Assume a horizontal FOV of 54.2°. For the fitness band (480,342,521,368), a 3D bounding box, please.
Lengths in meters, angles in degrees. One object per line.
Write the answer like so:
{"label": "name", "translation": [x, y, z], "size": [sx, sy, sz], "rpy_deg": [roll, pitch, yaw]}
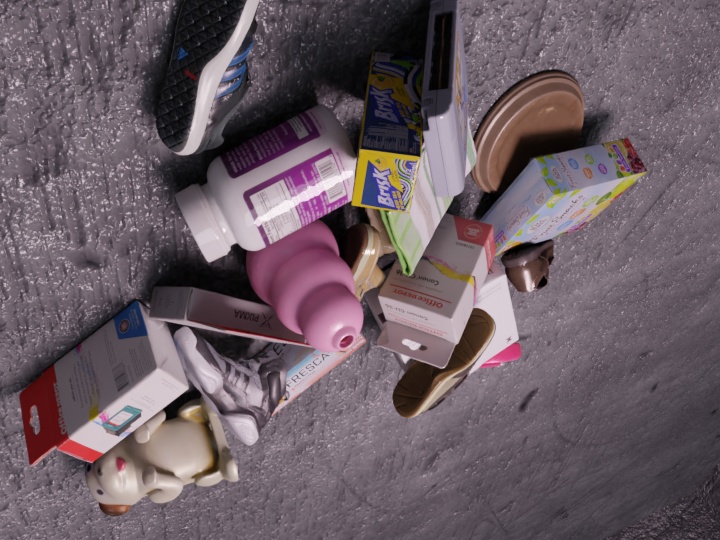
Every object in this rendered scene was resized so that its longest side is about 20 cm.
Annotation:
{"label": "fitness band", "translation": [0.188, 0.157, 1.251], "size": [0.195, 0.039, 0.143], "rpy_deg": [-11, 170, 24]}

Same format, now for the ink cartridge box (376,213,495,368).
{"label": "ink cartridge box", "translation": [0.102, 0.021, 0.978], "size": [0.203, 0.114, 0.068], "rpy_deg": [-63, 153, -26]}

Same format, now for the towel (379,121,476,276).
{"label": "towel", "translation": [0.094, -0.112, 0.900], "size": [0.203, 0.030, 0.150], "rpy_deg": [-60, 148, -22]}

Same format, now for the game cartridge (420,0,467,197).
{"label": "game cartridge", "translation": [0.096, -0.191, 0.779], "size": [0.040, 0.205, 0.134], "rpy_deg": [-4, 144, 17]}

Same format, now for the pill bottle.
{"label": "pill bottle", "translation": [-0.103, -0.093, 0.792], "size": [0.196, 0.113, 0.114], "rpy_deg": [-28, 142, -7]}

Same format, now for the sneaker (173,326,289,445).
{"label": "sneaker", "translation": [-0.171, 0.134, 0.971], "size": [0.114, 0.075, 0.203], "rpy_deg": [-42, 121, -25]}

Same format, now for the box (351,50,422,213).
{"label": "box", "translation": [0.031, -0.154, 0.754], "size": [0.062, 0.203, 0.071], "rpy_deg": [9, 133, -1]}

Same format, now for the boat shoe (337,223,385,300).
{"label": "boat shoe", "translation": [0.000, 0.000, 0.958], "size": [0.074, 0.074, 0.200], "rpy_deg": [9, 154, -15]}

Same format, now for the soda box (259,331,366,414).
{"label": "soda box", "translation": [-0.092, 0.132, 1.072], "size": [0.198, 0.064, 0.068], "rpy_deg": [-38, 142, 4]}

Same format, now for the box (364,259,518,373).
{"label": "box", "translation": [0.130, 0.069, 1.112], "size": [0.196, 0.132, 0.202], "rpy_deg": [-31, 142, -4]}

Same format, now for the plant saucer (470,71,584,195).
{"label": "plant saucer", "translation": [0.247, -0.188, 1.015], "size": [0.195, 0.030, 0.203], "rpy_deg": [-21, 140, -18]}

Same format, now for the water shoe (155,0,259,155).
{"label": "water shoe", "translation": [-0.141, -0.211, 0.695], "size": [0.202, 0.071, 0.078], "rpy_deg": [-58, 163, 25]}

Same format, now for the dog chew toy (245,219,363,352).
{"label": "dog chew toy", "translation": [-0.062, 0.019, 0.862], "size": [0.122, 0.201, 0.127], "rpy_deg": [-21, 138, -21]}

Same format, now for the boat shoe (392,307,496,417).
{"label": "boat shoe", "translation": [0.125, 0.133, 1.022], "size": [0.200, 0.074, 0.064], "rpy_deg": [-47, 150, 20]}

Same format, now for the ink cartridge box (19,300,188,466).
{"label": "ink cartridge box", "translation": [-0.323, 0.150, 0.880], "size": [0.198, 0.117, 0.067], "rpy_deg": [-36, 143, 4]}

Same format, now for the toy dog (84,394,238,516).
{"label": "toy dog", "translation": [-0.301, 0.268, 1.027], "size": [0.195, 0.144, 0.193], "rpy_deg": [-15, 175, -25]}

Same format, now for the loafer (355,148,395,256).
{"label": "loafer", "translation": [0.034, -0.095, 0.915], "size": [0.065, 0.078, 0.202], "rpy_deg": [-12, 150, -1]}

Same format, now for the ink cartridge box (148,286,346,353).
{"label": "ink cartridge box", "translation": [-0.138, 0.063, 0.890], "size": [0.197, 0.173, 0.046], "rpy_deg": [18, 79, -45]}

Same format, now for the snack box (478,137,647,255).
{"label": "snack box", "translation": [0.299, -0.109, 1.052], "size": [0.195, 0.069, 0.169], "rpy_deg": [-15, 158, -28]}

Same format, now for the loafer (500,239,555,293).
{"label": "loafer", "translation": [0.271, -0.004, 1.136], "size": [0.071, 0.073, 0.199], "rpy_deg": [-12, -177, 29]}
